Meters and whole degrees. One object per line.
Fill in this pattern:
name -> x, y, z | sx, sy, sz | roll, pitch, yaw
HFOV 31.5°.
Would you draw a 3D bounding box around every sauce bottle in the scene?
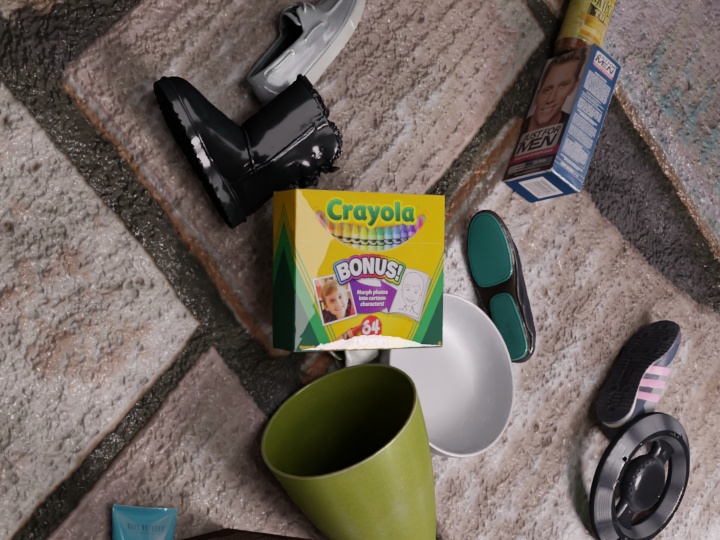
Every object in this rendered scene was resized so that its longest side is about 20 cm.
sauce bottle -> 0.326, -0.377, 1.793 | 0.066, 0.066, 0.202 | 30, 69, -30

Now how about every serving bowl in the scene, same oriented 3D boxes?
serving bowl -> 0.095, 0.133, 1.560 | 0.198, 0.066, 0.203 | 14, 66, -34

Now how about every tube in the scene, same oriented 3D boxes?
tube -> -0.231, 0.347, 1.323 | 0.077, 0.050, 0.203 | 15, 71, -42

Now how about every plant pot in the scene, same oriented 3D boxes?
plant pot -> 0.010, 0.243, 1.443 | 0.187, 0.186, 0.202 | -43, 124, -31

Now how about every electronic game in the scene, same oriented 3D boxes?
electronic game -> 0.387, 0.292, 1.758 | 0.198, 0.041, 0.203 | -14, 112, -36

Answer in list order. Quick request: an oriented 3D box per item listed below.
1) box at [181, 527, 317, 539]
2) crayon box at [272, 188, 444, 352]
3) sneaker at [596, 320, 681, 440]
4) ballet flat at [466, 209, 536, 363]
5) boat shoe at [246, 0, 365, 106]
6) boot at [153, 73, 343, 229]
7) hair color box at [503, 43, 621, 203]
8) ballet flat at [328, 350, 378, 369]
box -> -0.109, 0.328, 1.315 | 0.074, 0.199, 0.102 | -8, 90, -38
crayon box -> 0.000, 0.000, 1.431 | 0.198, 0.058, 0.175 | 0, 92, -32
sneaker -> 0.397, 0.160, 1.798 | 0.200, 0.070, 0.082 | -50, 130, -26
ballet flat -> 0.186, 0.020, 1.654 | 0.072, 0.073, 0.203 | -12, 86, -36
boat shoe -> -0.064, -0.276, 1.491 | 0.072, 0.070, 0.202 | 45, 64, -30
boot -> -0.118, -0.160, 1.412 | 0.162, 0.073, 0.200 | -34, 113, -13
hair color box -> 0.271, -0.197, 1.711 | 0.060, 0.100, 0.202 | 33, 66, -27
ballet flat -> -0.050, 0.037, 1.479 | 0.069, 0.069, 0.201 | -46, 112, -30
